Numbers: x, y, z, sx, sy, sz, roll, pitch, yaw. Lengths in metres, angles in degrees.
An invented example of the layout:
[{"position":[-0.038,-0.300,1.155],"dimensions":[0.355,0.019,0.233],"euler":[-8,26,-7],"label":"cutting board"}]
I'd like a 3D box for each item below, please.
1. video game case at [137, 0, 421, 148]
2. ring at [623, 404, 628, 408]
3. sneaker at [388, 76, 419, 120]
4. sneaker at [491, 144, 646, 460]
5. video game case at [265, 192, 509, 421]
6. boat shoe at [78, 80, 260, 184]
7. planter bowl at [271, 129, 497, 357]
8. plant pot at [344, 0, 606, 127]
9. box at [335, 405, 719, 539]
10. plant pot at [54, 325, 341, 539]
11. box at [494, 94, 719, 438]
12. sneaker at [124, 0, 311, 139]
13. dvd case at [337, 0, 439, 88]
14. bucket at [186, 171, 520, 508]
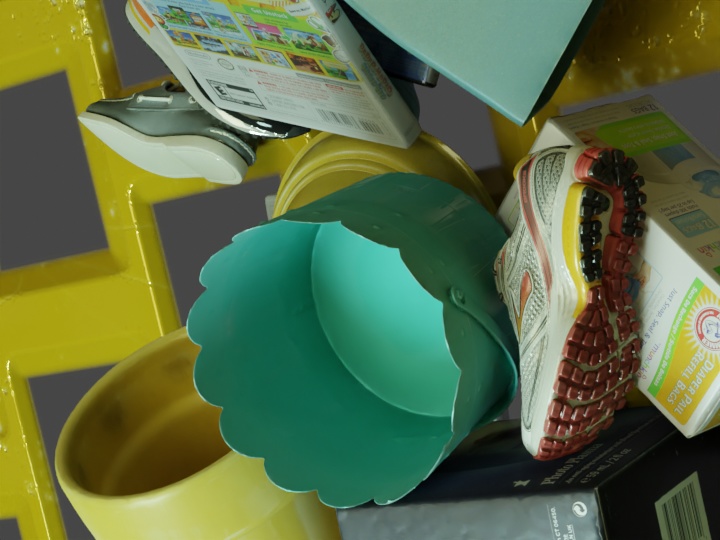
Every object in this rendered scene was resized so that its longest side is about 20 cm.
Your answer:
[{"position":[-0.072,-0.163,1.595],"dimensions":[0.199,0.023,0.182],"euler":[16,153,43],"label":"video game case"},{"position":[0.106,0.127,1.659],"dimensions":[0.199,0.019,0.202],"euler":[9,107,30],"label":"ring"},{"position":[-0.012,-0.187,1.667],"dimensions":[0.201,0.071,0.080],"euler":[58,137,17],"label":"sneaker"},{"position":[0.126,0.019,1.445],"dimensions":[0.082,0.078,0.201],"euler":[14,102,45],"label":"sneaker"},{"position":[0.018,0.026,1.736],"dimensions":[0.199,0.022,0.183],"euler":[-3,100,43],"label":"video game case"},{"position":[-0.147,-0.115,1.839],"dimensions":[0.199,0.073,0.062],"euler":[14,68,48],"label":"boat shoe"},{"position":[0.000,0.000,1.627],"dimensions":[0.199,0.083,0.202],"euler":[10,111,29],"label":"planter bowl"},{"position":[0.061,-0.210,1.475],"dimensions":[0.199,0.141,0.142],"euler":[31,106,6],"label":"plant pot"},{"position":[0.122,0.173,1.528],"dimensions":[0.197,0.200,0.124],"euler":[-9,98,33],"label":"box"},{"position":[-0.094,0.167,1.699],"dimensions":[0.200,0.201,0.189],"euler":[3,132,43],"label":"plant pot"},{"position":[0.198,-0.005,1.491],"dimensions":[0.200,0.112,0.102],"euler":[47,130,26],"label":"box"},{"position":[-0.103,-0.182,1.755],"dimensions":[0.200,0.070,0.090],"euler":[44,131,28],"label":"sneaker"},{"position":[0.019,-0.239,1.603],"dimensions":[0.142,0.018,0.201],"euler":[19,95,33],"label":"dvd case"},{"position":[0.007,0.040,1.500],"dimensions":[0.206,0.135,0.208],"euler":[13,115,29],"label":"bucket"}]
